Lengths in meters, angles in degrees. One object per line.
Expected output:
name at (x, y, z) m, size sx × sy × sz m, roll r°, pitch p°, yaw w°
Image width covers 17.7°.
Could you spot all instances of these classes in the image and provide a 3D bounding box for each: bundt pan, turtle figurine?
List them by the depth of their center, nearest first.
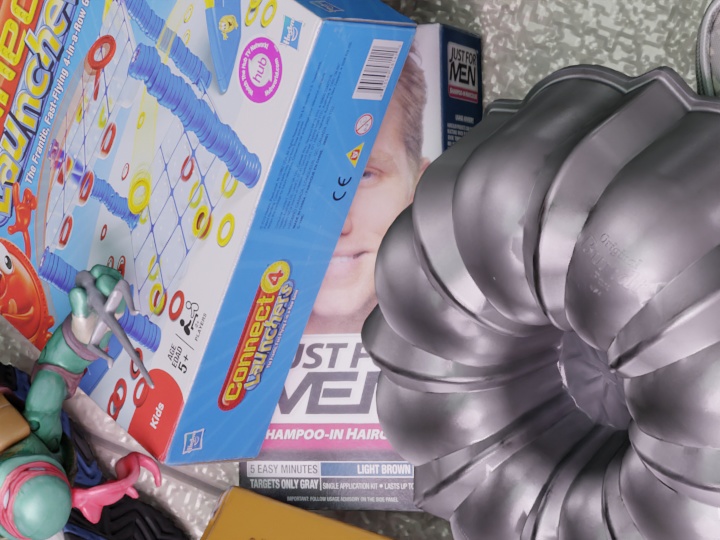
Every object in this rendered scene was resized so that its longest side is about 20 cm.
bundt pan at (0.079, 0.037, 0.780) m, size 0.201 × 0.076 × 0.203 m, roll 21°, pitch 124°, yaw 35°
turtle figurine at (-0.163, 0.060, 0.925) m, size 0.199 × 0.149 × 0.101 m, roll 23°, pitch 132°, yaw 52°

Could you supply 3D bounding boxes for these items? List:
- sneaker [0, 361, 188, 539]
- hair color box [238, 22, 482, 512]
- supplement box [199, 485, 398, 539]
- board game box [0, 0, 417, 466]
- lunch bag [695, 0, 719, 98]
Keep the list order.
sneaker at (-0.131, 0.135, 1.038) m, size 0.200 × 0.075 × 0.077 m, roll 51°, pitch 125°, yaw 17°
hair color box at (0.000, 0.000, 0.984) m, size 0.099 × 0.060 × 0.202 m, roll -2°, pitch 88°, yaw 21°
supplement box at (0.022, 0.152, 0.919) m, size 0.199 × 0.069 × 0.067 m, roll 16°, pitch 63°, yaw 28°
board game box at (-0.089, -0.055, 0.970) m, size 0.195 × 0.056 × 0.201 m, roll 37°, pitch 115°, yaw 38°
lunch bag at (0.200, -0.044, 0.833) m, size 0.139 × 0.200 × 0.169 m, roll -32°, pitch 85°, yaw 20°
